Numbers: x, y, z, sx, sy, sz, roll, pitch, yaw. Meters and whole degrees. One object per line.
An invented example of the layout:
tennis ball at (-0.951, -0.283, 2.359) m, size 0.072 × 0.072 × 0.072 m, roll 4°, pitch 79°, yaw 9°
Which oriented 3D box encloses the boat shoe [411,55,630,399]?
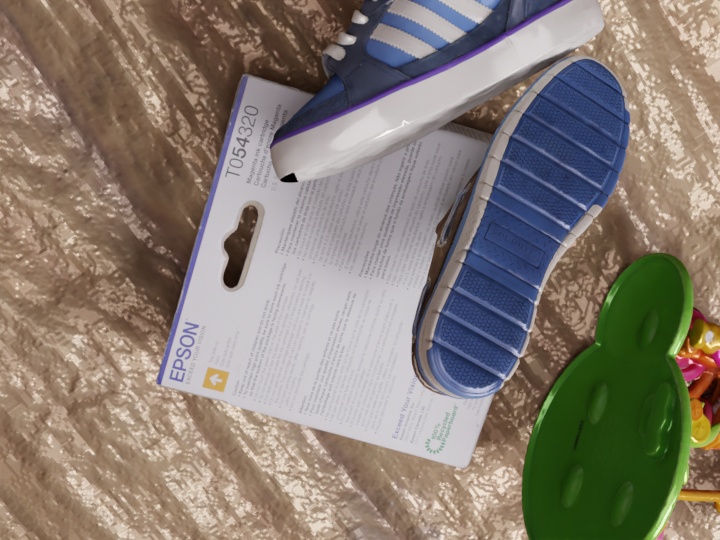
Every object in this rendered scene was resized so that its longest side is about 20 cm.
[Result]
boat shoe at (0.076, -0.027, 0.746) m, size 0.072 × 0.072 × 0.201 m, roll 34°, pitch 77°, yaw -15°

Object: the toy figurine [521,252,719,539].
toy figurine at (0.222, 0.112, 0.844) m, size 0.183 × 0.150 × 0.201 m, roll 20°, pitch 84°, yaw -24°

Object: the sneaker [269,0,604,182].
sneaker at (0.017, -0.150, 0.731) m, size 0.199 × 0.081 × 0.147 m, roll -27°, pitch 86°, yaw -2°

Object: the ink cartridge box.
ink cartridge box at (0.000, 0.000, 0.813) m, size 0.199 × 0.043 × 0.198 m, roll 16°, pitch 107°, yaw -7°
